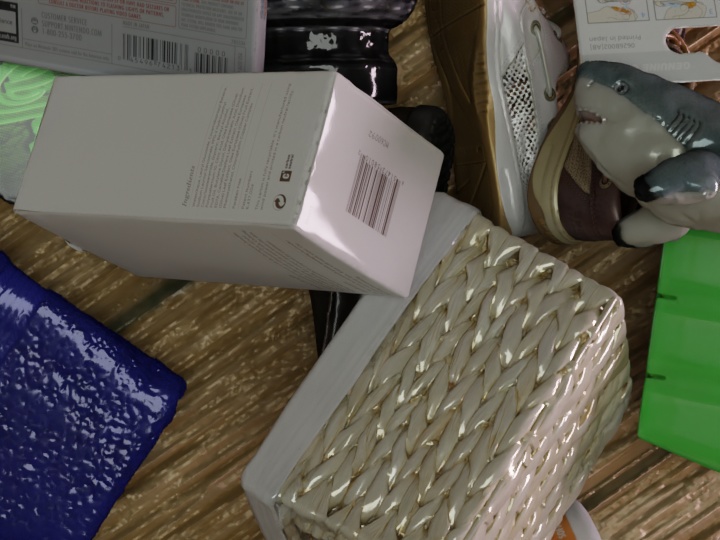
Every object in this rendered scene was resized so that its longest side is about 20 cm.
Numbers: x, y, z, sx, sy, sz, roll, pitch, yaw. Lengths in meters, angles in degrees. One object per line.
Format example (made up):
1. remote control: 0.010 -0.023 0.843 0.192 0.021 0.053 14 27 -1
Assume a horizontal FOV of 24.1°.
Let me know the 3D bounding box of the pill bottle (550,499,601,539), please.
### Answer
1. pill bottle: 0.050 0.213 0.958 0.198 0.112 0.113 -20 95 -2

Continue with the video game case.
1. video game case: -0.142 -0.187 0.867 0.197 0.023 0.184 11 121 10

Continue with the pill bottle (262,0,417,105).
1. pill bottle: -0.023 -0.192 0.927 0.110 0.112 0.203 -2 94 -3

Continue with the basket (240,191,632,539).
1. basket: 0.049 0.086 0.893 0.122 0.136 0.201 24 66 25

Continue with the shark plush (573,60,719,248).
1. shark plush: 0.206 -0.065 0.843 0.197 0.091 0.084 -1 74 13

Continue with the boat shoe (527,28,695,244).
1. boat shoe: 0.158 -0.106 0.937 0.072 0.072 0.202 38 68 -37

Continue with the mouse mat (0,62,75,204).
1. mouse mat: -0.149 -0.148 0.977 0.198 0.008 0.162 -24 95 0

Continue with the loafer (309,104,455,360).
1. loafer: 0.000 0.000 0.970 0.071 0.073 0.203 15 93 21

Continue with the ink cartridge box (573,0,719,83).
1. ink cartridge box: 0.186 -0.186 0.932 0.160 0.050 0.203 -3 71 -3

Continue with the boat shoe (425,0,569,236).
1. boat shoe: 0.085 -0.120 0.964 0.069 0.071 0.203 -11 101 -22

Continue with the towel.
1. towel: -0.215 0.067 0.971 0.199 0.050 0.148 35 99 -5

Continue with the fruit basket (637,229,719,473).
1. fruit basket: 0.268 0.026 0.949 0.213 0.155 0.219 0 92 15

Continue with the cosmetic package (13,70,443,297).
1. cosmetic package: -0.071 -0.045 0.881 0.198 0.107 0.086 6 74 37
